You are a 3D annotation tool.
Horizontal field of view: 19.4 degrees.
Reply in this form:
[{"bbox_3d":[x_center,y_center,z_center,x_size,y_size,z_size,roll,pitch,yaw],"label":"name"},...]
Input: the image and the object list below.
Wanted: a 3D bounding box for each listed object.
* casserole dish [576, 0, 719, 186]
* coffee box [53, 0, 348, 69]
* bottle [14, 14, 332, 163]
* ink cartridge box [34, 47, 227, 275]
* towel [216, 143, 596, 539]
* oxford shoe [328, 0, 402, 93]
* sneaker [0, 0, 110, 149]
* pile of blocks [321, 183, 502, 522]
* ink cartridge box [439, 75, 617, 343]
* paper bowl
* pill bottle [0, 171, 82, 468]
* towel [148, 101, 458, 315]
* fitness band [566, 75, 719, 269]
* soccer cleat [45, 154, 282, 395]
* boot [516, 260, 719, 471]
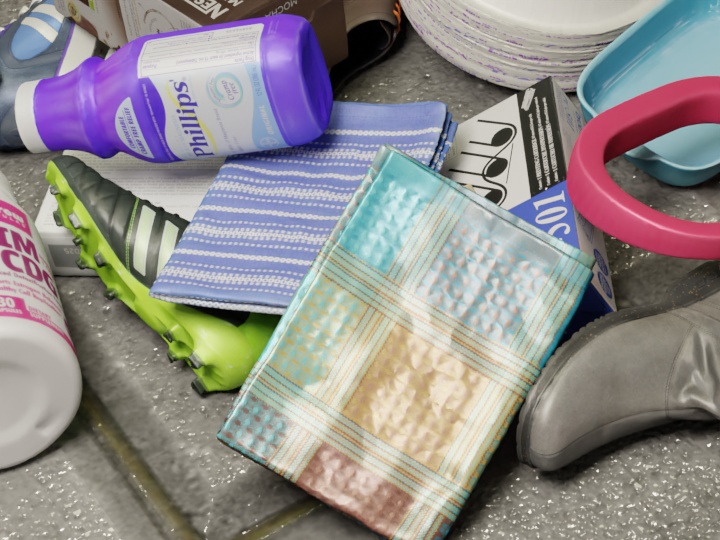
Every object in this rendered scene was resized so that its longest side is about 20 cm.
[{"bbox_3d":[0.231,-0.126,1.422,0.121,0.039,0.200,37,59,23],"label":"casserole dish"},{"bbox_3d":[-0.115,-0.194,1.455,0.113,0.080,0.200,-32,48,-27],"label":"coffee box"},{"bbox_3d":[-0.121,-0.110,1.343,0.199,0.084,0.065,-6,39,15],"label":"bottle"},{"bbox_3d":[-0.122,-0.078,1.450,0.161,0.050,0.201,1,43,14],"label":"ink cartridge box"},{"bbox_3d":[0.027,0.044,1.195,0.146,0.022,0.201,29,79,8],"label":"towel"},{"bbox_3d":[0.010,-0.194,1.548,0.072,0.071,0.200,28,63,28],"label":"oxford shoe"},{"bbox_3d":[-0.255,-0.170,1.560,0.145,0.081,0.201,3,48,9],"label":"sneaker"},{"bbox_3d":[0.043,0.053,1.236,0.082,0.062,0.201,19,78,5],"label":"pile of blocks"},{"bbox_3d":[0.101,-0.031,1.329,0.094,0.044,0.201,-27,37,21],"label":"ink cartridge box"},{"bbox_3d":[0.129,-0.231,1.490,0.199,0.105,0.201,5,51,-7],"label":"paper bowl"},{"bbox_3d":[-0.247,0.020,1.319,0.113,0.114,0.200,-18,41,-8],"label":"pill bottle"},{"bbox_3d":[-0.032,-0.045,1.310,0.144,0.024,0.200,4,41,19],"label":"towel"},{"bbox_3d":[0.218,-0.060,1.299,0.199,0.038,0.143,-23,49,-37],"label":"fitness band"},{"bbox_3d":[-0.123,-0.007,1.336,0.081,0.068,0.200,-35,68,-22],"label":"soccer cleat"},{"bbox_3d":[0.195,0.072,1.198,0.200,0.070,0.131,-34,47,-26],"label":"boot"}]
